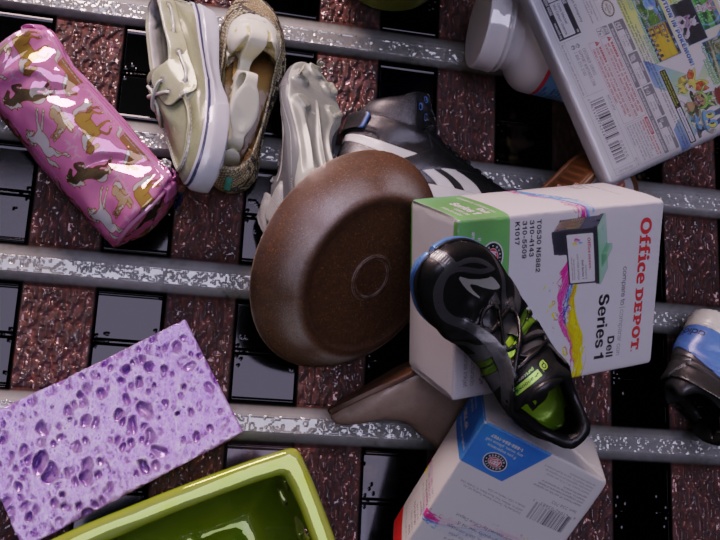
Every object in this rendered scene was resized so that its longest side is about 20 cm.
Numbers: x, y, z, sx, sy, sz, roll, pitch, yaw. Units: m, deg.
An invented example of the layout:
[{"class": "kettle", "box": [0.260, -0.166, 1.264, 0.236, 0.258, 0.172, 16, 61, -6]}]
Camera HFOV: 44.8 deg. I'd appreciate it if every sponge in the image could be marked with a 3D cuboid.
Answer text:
[{"class": "sponge", "box": [-0.212, 0.134, 0.740, 0.198, 0.030, 0.113, -26, 85, -15]}]

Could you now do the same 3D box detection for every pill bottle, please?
[{"class": "pill bottle", "box": [0.209, -0.221, 0.859, 0.197, 0.109, 0.110, 9, 77, -10]}]

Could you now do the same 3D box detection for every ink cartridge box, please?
[{"class": "ink cartridge box", "box": [0.103, 0.212, 0.741, 0.115, 0.067, 0.201, 26, 110, -7]}, {"class": "ink cartridge box", "box": [0.145, 0.011, 0.725, 0.198, 0.084, 0.147, -7, 106, -23]}]

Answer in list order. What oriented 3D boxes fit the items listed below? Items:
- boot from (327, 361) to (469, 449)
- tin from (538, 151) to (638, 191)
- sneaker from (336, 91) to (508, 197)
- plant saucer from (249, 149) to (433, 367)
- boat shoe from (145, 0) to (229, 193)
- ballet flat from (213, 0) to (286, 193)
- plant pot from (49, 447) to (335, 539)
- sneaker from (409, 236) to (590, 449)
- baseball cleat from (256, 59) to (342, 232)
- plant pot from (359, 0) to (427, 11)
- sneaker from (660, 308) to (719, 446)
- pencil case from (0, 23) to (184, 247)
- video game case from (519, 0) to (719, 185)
[{"class": "boot", "box": [0.088, 0.142, 0.785, 0.198, 0.070, 0.148, -26, 93, -8]}, {"class": "tin", "box": [0.190, -0.025, 0.822, 0.200, 0.042, 0.113, -43, 133, -16]}, {"class": "sneaker", "box": [0.078, -0.109, 0.827, 0.197, 0.073, 0.113, 13, 77, -8]}, {"class": "plant saucer", "box": [0.000, 0.000, 0.741, 0.199, 0.037, 0.203, -19, 124, -31]}, {"class": "boat shoe", "box": [-0.159, -0.157, 0.771, 0.061, 0.072, 0.202, 10, 54, -31]}, {"class": "ballet flat", "box": [-0.103, -0.172, 0.802, 0.067, 0.075, 0.203, 10, 77, -11]}, {"class": "plant pot", "box": [-0.115, 0.259, 0.656, 0.198, 0.181, 0.201, -18, 83, -15]}, {"class": "sneaker", "box": [0.108, 0.053, 0.626, 0.071, 0.083, 0.200, -42, 115, -7]}, {"class": "baseball cleat", "box": [-0.062, -0.101, 0.799, 0.069, 0.106, 0.202, 24, 43, -33]}, {"class": "plant pot", "box": [0.047, -0.343, 0.807, 0.198, 0.193, 0.203, 2, 78, -11]}, {"class": "sneaker", "box": [0.379, 0.137, 0.836, 0.199, 0.077, 0.112, 37, 68, 2]}, {"class": "pencil case", "box": [-0.243, -0.117, 0.758, 0.086, 0.083, 0.200, -42, 88, -24]}, {"class": "video game case", "box": [0.258, -0.202, 0.800, 0.181, 0.022, 0.202, -24, 89, -12]}]
